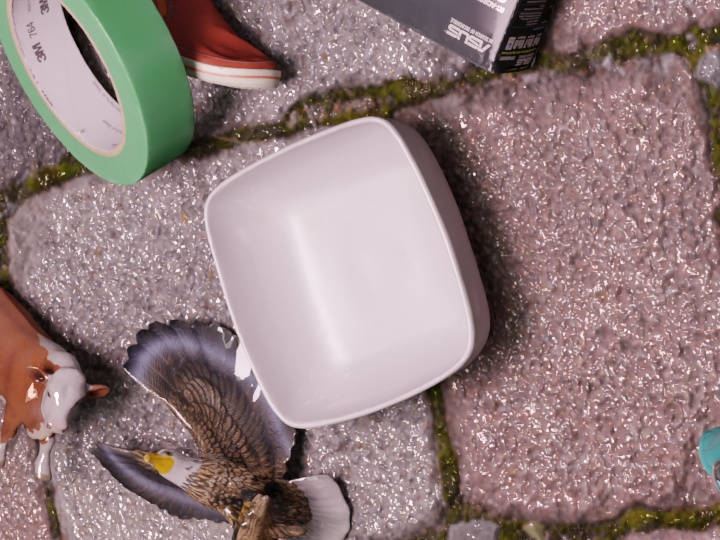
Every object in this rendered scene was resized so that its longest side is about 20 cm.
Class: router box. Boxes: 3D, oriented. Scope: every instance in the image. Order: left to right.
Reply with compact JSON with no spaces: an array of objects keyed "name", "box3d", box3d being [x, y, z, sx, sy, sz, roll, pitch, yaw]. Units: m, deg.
[{"name":"router box","box3d":[0.055,-0.248,1.625,0.199,0.062,0.151,31,115,25]}]

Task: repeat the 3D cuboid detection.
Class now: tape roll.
[{"name":"tape roll","box3d":[-0.204,-0.163,1.758,0.200,0.048,0.201,41,151,29]}]

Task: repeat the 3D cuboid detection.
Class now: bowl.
[{"name":"bowl","box3d":[0.000,0.000,1.697,0.199,0.075,0.201,-22,85,34]}]

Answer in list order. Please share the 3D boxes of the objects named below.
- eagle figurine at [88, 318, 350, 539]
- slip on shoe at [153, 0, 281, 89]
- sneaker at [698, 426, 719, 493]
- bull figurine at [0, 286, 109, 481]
[{"name":"eagle figurine","box3d":[-0.116,0.150,1.787,0.151,0.151,0.200,-31,41,-6]},{"name":"slip on shoe","box3d":[-0.137,-0.192,1.758,0.200,0.074,0.061,35,112,29]},{"name":"sneaker","box3d":[0.284,0.102,1.529,0.120,0.084,0.201,6,103,22]},{"name":"bull figurine","box3d":[-0.272,0.091,1.875,0.200,0.065,0.122,48,123,45]}]
